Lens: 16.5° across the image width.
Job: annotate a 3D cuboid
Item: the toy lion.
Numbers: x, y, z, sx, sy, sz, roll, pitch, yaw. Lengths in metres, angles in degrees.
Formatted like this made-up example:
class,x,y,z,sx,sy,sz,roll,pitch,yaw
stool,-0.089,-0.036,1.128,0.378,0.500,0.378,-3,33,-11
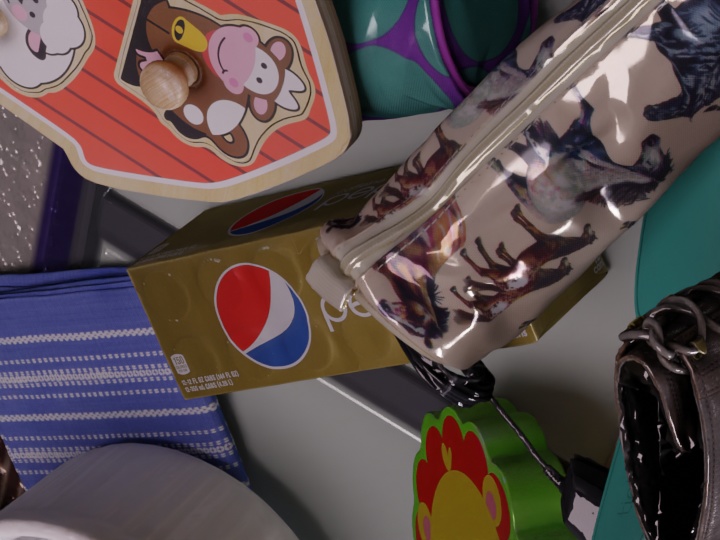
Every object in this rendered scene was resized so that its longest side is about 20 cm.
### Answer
class,x,y,z,sx,sy,sz,roll,pitch,yaw
toy lion,0.056,0.156,1.059,0.200,0.068,0.193,128,131,-67

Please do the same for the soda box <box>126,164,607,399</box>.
class,x,y,z,sx,sy,sz,roll,pitch,yaw
soda box,0.000,0.000,1.041,0.199,0.064,0.068,-12,108,39

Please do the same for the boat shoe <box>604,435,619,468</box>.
class,x,y,z,sx,sy,sz,roll,pitch,yaw
boat shoe,0.134,0.144,1.047,0.062,0.073,0.201,-2,117,-12

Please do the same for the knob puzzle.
class,x,y,z,sx,sy,sz,roll,pitch,yaw
knob puzzle,-0.089,-0.097,0.942,0.219,0.030,0.220,20,134,22

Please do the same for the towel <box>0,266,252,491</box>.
class,x,y,z,sx,sy,sz,roll,pitch,yaw
towel,-0.114,0.090,1.210,0.144,0.024,0.201,-5,115,36

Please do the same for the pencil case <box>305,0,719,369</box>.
class,x,y,z,sx,sy,sz,roll,pitch,yaw
pencil case,0.072,-0.049,0.896,0.200,0.089,0.078,-44,48,15

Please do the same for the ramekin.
class,x,y,z,sx,sy,sz,roll,pitch,yaw
ramekin,-0.105,0.180,1.180,0.200,0.098,0.201,16,125,24

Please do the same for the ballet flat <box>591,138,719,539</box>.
class,x,y,z,sx,sy,sz,roll,pitch,yaw
ballet flat,0.136,0.033,0.928,0.071,0.201,0.069,20,163,-28

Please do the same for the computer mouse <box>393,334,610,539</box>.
class,x,y,z,sx,sy,sz,roll,pitch,yaw
computer mouse,0.078,0.065,0.957,0.200,0.059,0.034,45,109,2

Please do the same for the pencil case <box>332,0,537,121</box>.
class,x,y,z,sx,sy,sz,roll,pitch,yaw
pencil case,-0.029,-0.102,0.987,0.199,0.085,0.093,-2,83,36

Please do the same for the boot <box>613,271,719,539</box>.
class,x,y,z,sx,sy,sz,roll,pitch,yaw
boot,0.154,-0.004,0.844,0.069,0.174,0.201,22,129,43
